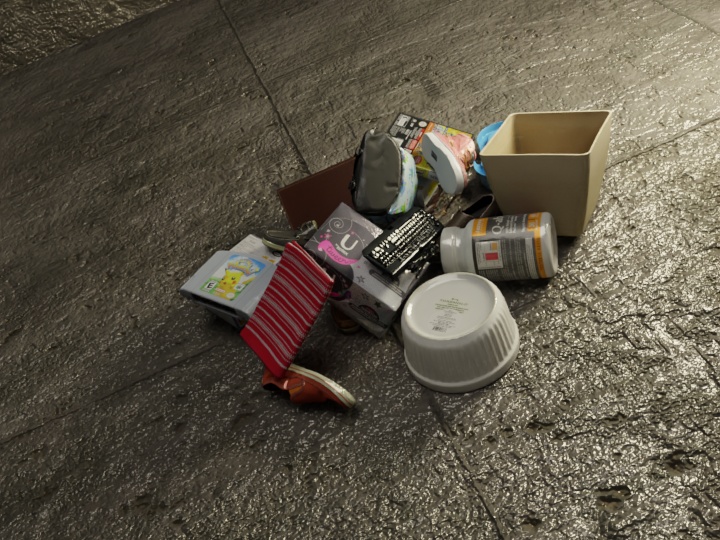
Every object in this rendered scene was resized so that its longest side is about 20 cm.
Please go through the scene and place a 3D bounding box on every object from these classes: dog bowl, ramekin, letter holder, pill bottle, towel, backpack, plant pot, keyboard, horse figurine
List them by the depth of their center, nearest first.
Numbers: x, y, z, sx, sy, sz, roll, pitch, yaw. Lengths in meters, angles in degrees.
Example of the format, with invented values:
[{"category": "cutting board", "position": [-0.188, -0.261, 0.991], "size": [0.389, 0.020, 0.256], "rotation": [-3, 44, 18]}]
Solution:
[{"category": "ramekin", "position": [0.161, 0.095, 1.414], "size": [0.197, 0.106, 0.202], "rotation": [-12, 39, 10]}, {"category": "towel", "position": [-0.129, 0.067, 1.450], "size": [0.145, 0.022, 0.202], "rotation": [43, 110, 42]}, {"category": "keyboard", "position": [0.093, -0.054, 1.494], "size": [0.104, 0.040, 0.200], "rotation": [38, 44, 9]}, {"category": "pill bottle", "position": [0.250, -0.039, 1.522], "size": [0.197, 0.117, 0.117], "rotation": [-4, 41, 20]}, {"category": "plant pot", "position": [0.353, -0.174, 1.568], "size": [0.197, 0.179, 0.200], "rotation": [4, 32, 28]}, {"category": "backpack", "position": [0.045, -0.160, 1.625], "size": [0.151, 0.200, 0.166], "rotation": [9, 78, -6]}, {"category": "horse figurine", "position": [0.132, -0.102, 1.665], "size": [0.133, 0.050, 0.200], "rotation": [-47, 4, 28]}, {"category": "dog bowl", "position": [0.302, -0.242, 1.792], "size": [0.110, 0.050, 0.201], "rotation": [-6, 40, 18]}, {"category": "letter holder", "position": [-0.053, -0.146, 1.800], "size": [0.198, 0.144, 0.100], "rotation": [-21, 4, 21]}]

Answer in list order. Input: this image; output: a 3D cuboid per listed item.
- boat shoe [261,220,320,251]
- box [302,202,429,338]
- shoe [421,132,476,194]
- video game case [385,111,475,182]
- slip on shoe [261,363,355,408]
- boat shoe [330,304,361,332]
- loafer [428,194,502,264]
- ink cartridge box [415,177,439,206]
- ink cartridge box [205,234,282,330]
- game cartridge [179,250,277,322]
[{"category": "boat shoe", "position": [-0.097, -0.069, 1.701], "size": [0.198, 0.067, 0.072], "rotation": [7, 19, -7]}, {"category": "box", "position": [0.000, 0.000, 1.519], "size": [0.199, 0.115, 0.132], "rotation": [35, 56, 7]}, {"category": "shoe", "position": [0.193, -0.217, 1.669], "size": [0.090, 0.072, 0.201], "rotation": [-5, 35, -14]}, {"category": "video game case", "position": [0.136, -0.260, 1.790], "size": [0.178, 0.026, 0.201], "rotation": [18, 40, 9]}, {"category": "slip on shoe", "position": [-0.091, 0.203, 1.441], "size": [0.198, 0.074, 0.062], "rotation": [14, 72, 35]}, {"category": "boat shoe", "position": [-0.031, 0.031, 1.608], "size": [0.071, 0.069, 0.201], "rotation": [-15, 39, 7]}, {"category": "loafer", "position": [0.191, -0.087, 1.641], "size": [0.199, 0.072, 0.073], "rotation": [-35, 40, -17]}, {"category": "ink cartridge box", "position": [0.098, -0.226, 1.875], "size": [0.196, 0.047, 0.201], "rotation": [9, 46, 34]}, {"category": "ink cartridge box", "position": [-0.222, 0.011, 1.713], "size": [0.200, 0.077, 0.136], "rotation": [-42, 45, -23]}, {"category": "game cartridge", "position": [-0.239, 0.024, 1.622], "size": [0.198, 0.041, 0.133], "rotation": [16, 47, 35]}]
